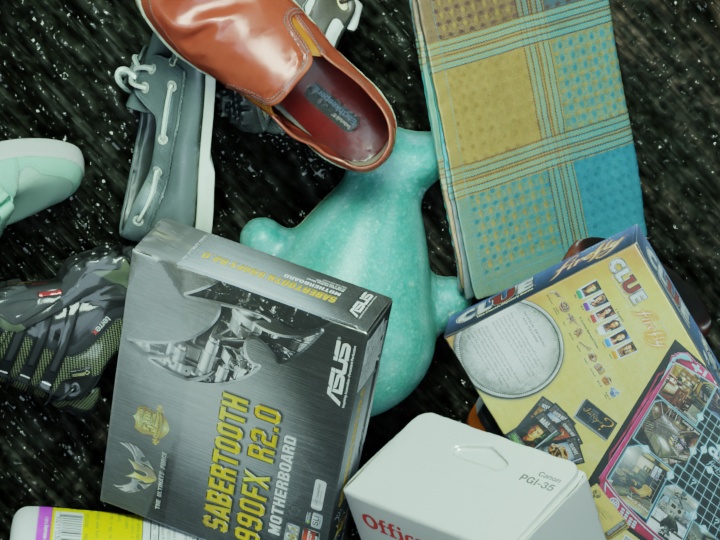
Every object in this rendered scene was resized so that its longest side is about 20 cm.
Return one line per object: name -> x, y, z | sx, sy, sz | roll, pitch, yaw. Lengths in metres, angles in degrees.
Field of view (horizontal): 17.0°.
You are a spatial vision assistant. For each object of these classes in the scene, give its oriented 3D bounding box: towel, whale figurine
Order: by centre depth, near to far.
whale figurine -> 0.000, 0.000, 1.543 | 0.159, 0.104, 0.200 | 19, 96, -8
towel -> 0.110, -0.095, 1.557 | 0.146, 0.022, 0.201 | -16, 100, -25

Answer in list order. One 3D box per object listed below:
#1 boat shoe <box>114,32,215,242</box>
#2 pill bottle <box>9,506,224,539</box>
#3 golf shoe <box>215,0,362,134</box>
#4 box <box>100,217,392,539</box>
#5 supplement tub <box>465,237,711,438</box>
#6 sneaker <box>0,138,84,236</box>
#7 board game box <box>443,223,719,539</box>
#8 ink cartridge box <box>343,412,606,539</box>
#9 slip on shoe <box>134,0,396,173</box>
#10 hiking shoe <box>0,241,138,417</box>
boat shoe -> -0.125, -0.110, 1.527 | 0.062, 0.073, 0.201 | -1, 106, -9
pill bottle -> -0.132, 0.213, 1.569 | 0.199, 0.104, 0.105 | 6, 100, -6
golf shoe -> -0.048, -0.188, 1.526 | 0.094, 0.078, 0.201 | -7, 108, -15
box -> -0.074, 0.082, 1.503 | 0.158, 0.048, 0.200 | 19, 123, 12
supplement tub -> 0.136, 0.085, 1.559 | 0.107, 0.107, 0.200 | 26, 112, -9
sneaker -> -0.243, -0.005, 1.492 | 0.200, 0.074, 0.118 | -22, 67, -28
board game box -> 0.160, 0.088, 1.482 | 0.135, 0.035, 0.200 | -27, 106, 17
ink cartridge box -> 0.087, 0.204, 1.511 | 0.083, 0.146, 0.200 | -41, 129, -30
slip on shoe -> -0.053, -0.129, 1.467 | 0.200, 0.061, 0.074 | 39, 94, -20
hiking shoe -> -0.211, 0.055, 1.547 | 0.200, 0.076, 0.101 | -19, 98, -3
